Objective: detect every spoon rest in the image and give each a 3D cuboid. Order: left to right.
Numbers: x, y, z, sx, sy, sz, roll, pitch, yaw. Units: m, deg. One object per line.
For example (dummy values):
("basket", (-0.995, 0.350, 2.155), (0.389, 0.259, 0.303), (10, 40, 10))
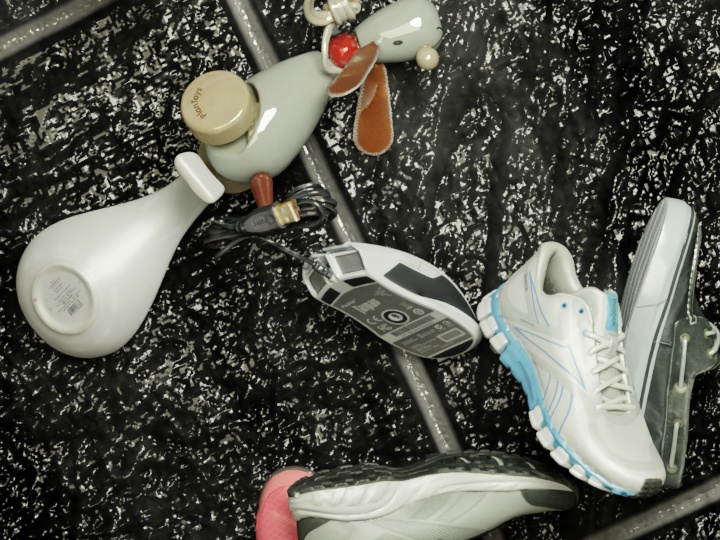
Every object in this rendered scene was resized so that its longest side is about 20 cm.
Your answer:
("spoon rest", (-0.164, -0.014, 1.556), (0.200, 0.061, 0.100), (-39, 89, 30))

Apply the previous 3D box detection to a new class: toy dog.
("toy dog", (-0.028, -0.108, 1.519), (0.200, 0.132, 0.097), (-38, 63, 16))

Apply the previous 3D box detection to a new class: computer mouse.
("computer mouse", (0.000, 0.000, 1.512), (0.200, 0.109, 0.044), (30, 54, -29))

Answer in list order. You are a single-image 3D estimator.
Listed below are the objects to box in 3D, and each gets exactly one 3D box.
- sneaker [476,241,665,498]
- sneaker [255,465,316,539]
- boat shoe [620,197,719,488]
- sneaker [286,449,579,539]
("sneaker", (0.148, 0.060, 1.463), (0.087, 0.075, 0.200), (-56, 48, 29))
("sneaker", (-0.038, 0.237, 1.535), (0.073, 0.087, 0.201), (-3, 90, 8))
("boat shoe", (0.210, 0.052, 1.514), (0.071, 0.072, 0.201), (11, 103, 0))
("sneaker", (0.051, 0.168, 1.521), (0.199, 0.074, 0.080), (-7, 96, -6))
